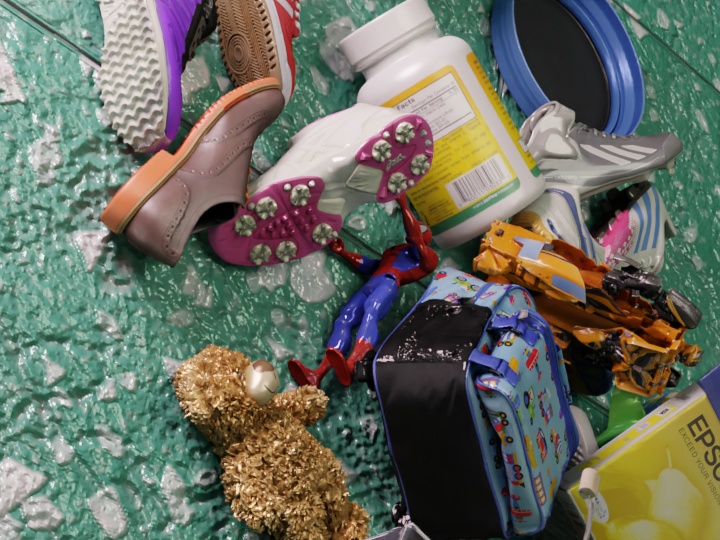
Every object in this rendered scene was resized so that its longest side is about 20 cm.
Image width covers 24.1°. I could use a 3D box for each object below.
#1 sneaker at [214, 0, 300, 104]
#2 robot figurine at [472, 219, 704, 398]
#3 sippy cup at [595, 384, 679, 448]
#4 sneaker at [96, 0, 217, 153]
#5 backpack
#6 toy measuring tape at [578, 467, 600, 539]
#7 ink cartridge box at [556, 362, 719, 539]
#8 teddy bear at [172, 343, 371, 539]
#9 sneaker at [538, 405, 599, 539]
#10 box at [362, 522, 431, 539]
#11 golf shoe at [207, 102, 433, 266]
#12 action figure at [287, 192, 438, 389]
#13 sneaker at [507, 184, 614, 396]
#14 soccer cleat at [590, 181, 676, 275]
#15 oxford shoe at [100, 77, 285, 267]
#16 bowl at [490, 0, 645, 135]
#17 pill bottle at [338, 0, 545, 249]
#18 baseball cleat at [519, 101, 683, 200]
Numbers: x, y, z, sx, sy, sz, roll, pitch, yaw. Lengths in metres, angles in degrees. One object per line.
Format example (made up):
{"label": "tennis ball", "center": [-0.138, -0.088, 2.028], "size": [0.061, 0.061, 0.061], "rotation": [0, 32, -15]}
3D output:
{"label": "sneaker", "center": [-0.067, -0.224, 1.397], "size": [0.112, 0.071, 0.201], "rotation": [-4, 71, -43]}
{"label": "robot figurine", "center": [0.188, 0.038, 1.404], "size": [0.199, 0.145, 0.058], "rotation": [26, 58, 16]}
{"label": "sippy cup", "center": [0.273, 0.175, 1.505], "size": [0.139, 0.179, 0.130], "rotation": [23, 28, 16]}
{"label": "sneaker", "center": [-0.148, -0.183, 1.294], "size": [0.099, 0.069, 0.201], "rotation": [8, 65, -46]}
{"label": "backpack", "center": [0.098, 0.095, 1.336], "size": [0.200, 0.134, 0.183], "rotation": [-53, 134, -55]}
{"label": "toy measuring tape", "center": [0.143, 0.229, 1.327], "size": [0.073, 0.201, 0.074], "rotation": [2, 38, -1]}
{"label": "ink cartridge box", "center": [0.284, 0.203, 1.392], "size": [0.200, 0.047, 0.198], "rotation": [-33, 103, -10]}
{"label": "teddy bear", "center": [-0.055, 0.138, 1.226], "size": [0.145, 0.067, 0.201], "rotation": [-18, 84, -51]}
{"label": "sneaker", "center": [0.198, 0.213, 1.447], "size": [0.082, 0.074, 0.201], "rotation": [-1, 82, -46]}
{"label": "box", "center": [0.012, 0.293, 1.116], "size": [0.200, 0.196, 0.124], "rotation": [45, 45, -20]}
{"label": "golf shoe", "center": [-0.040, -0.070, 1.331], "size": [0.199, 0.091, 0.076], "rotation": [-28, 127, -19]}
{"label": "action figure", "center": [0.000, 0.000, 1.353], "size": [0.099, 0.065, 0.200], "rotation": [60, 41, -17]}
{"label": "sneaker", "center": [0.196, 0.017, 1.501], "size": [0.088, 0.075, 0.201], "rotation": [-47, 128, -39]}
{"label": "soccer cleat", "center": [0.253, -0.017, 1.618], "size": [0.086, 0.070, 0.200], "rotation": [54, 42, -9]}
{"label": "oxford shoe", "center": [-0.109, -0.073, 1.269], "size": [0.072, 0.071, 0.200], "rotation": [42, 53, 1]}
{"label": "bowl", "center": [0.207, -0.213, 1.695], "size": [0.200, 0.039, 0.202], "rotation": [22, 56, -37]}
{"label": "pill bottle", "center": [0.066, -0.130, 1.453], "size": [0.113, 0.113, 0.201], "rotation": [-36, 97, -48]}
{"label": "baseball cleat", "center": [0.223, -0.119, 1.603], "size": [0.199, 0.070, 0.107], "rotation": [-23, 97, -32]}
